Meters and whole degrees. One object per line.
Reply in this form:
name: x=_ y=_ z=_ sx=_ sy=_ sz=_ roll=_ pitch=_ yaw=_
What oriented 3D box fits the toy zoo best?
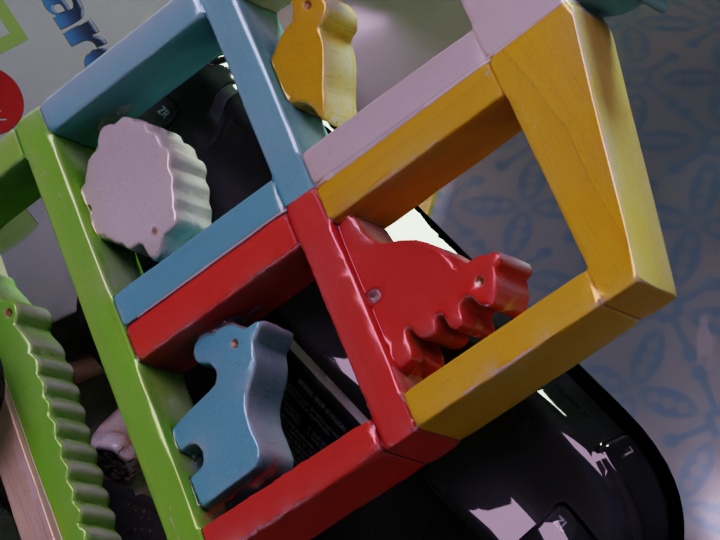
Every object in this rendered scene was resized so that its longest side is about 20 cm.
toy zoo: x=-0.011 y=-0.013 z=0.634 sx=0.200 sy=0.020 sz=0.132 roll=-35 pitch=62 yaw=23

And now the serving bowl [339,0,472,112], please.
serving bowl: x=0.005 y=-0.115 z=0.899 sx=0.199 sy=0.066 sz=0.201 roll=-14 pitch=41 yaw=13

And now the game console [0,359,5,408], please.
game console: x=-0.186 y=-0.011 z=0.724 sx=0.170 sy=0.201 sz=0.118 roll=-33 pitch=-4 yaw=15

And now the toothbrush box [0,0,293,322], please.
toothbrush box: x=-0.127 y=-0.056 z=0.799 sx=0.199 sy=0.146 sz=0.086 roll=-23 pitch=23 yaw=20

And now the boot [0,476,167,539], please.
boot: x=-0.119 y=0.108 z=0.728 sx=0.199 sy=0.070 sz=0.132 roll=14 pitch=64 yaw=47

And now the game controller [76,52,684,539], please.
game controller: x=-0.003 y=0.032 z=0.670 sx=0.042 sy=0.105 sz=0.200 roll=-16 pitch=48 yaw=-35

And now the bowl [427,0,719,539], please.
bowl: x=0.117 y=0.025 z=0.646 sx=0.107 sy=0.201 sz=0.200 roll=-2 pitch=20 yaw=-45

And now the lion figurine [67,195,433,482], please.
lion figurine: x=0.000 y=0.000 z=0.777 sx=0.199 sy=0.073 sz=0.123 roll=5 pitch=45 yaw=33
